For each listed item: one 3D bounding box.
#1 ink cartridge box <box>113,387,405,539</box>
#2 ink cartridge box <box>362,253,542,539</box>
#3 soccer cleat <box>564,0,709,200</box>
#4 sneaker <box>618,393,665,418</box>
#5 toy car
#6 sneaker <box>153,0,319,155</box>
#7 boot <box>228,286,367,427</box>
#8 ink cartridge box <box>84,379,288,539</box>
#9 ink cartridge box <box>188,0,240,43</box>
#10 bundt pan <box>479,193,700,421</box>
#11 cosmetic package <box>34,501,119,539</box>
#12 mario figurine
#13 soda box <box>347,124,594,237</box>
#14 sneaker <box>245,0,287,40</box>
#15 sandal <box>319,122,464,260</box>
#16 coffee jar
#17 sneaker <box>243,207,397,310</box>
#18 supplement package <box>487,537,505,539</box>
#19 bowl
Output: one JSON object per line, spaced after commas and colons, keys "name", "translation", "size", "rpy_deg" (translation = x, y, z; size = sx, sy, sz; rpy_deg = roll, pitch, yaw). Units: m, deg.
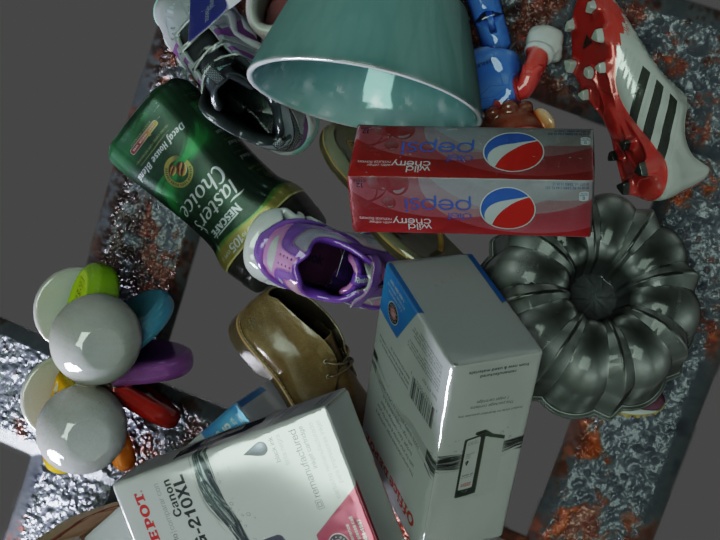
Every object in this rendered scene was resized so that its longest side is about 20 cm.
{"name": "ink cartridge box", "translation": [-0.083, 0.203, 1.092], "size": [0.199, 0.084, 0.146], "rpy_deg": [-21, 91, 14]}
{"name": "ink cartridge box", "translation": [0.070, 0.110, 1.106], "size": [0.084, 0.146, 0.201], "rpy_deg": [-7, 127, -20]}
{"name": "soccer cleat", "translation": [0.239, -0.155, 1.143], "size": [0.085, 0.069, 0.201], "rpy_deg": [-10, 73, -25]}
{"name": "sneaker", "translation": [0.184, 0.062, 1.171], "size": [0.199, 0.075, 0.091], "rpy_deg": [21, 93, 4]}
{"name": "toy car", "translation": [-0.232, 0.095, 1.244], "size": [0.149, 0.175, 0.202], "rpy_deg": [7, 99, -22]}
{"name": "sneaker", "translation": [-0.125, -0.184, 1.182], "size": [0.200, 0.140, 0.078], "rpy_deg": [43, 104, 5]}
{"name": "boot", "translation": [-0.030, 0.098, 1.212], "size": [0.200, 0.074, 0.075], "rpy_deg": [45, 127, -2]}
{"name": "ink cartridge box", "translation": [-0.118, 0.224, 1.221], "size": [0.200, 0.147, 0.146], "rpy_deg": [-42, 86, 13]}
{"name": "ink cartridge box", "translation": [-0.081, -0.305, 1.136], "size": [0.199, 0.198, 0.047], "rpy_deg": [-32, 120, 13]}
{"name": "bundt pan", "translation": [0.199, 0.022, 1.116], "size": [0.200, 0.076, 0.204], "rpy_deg": [2, 73, -6]}
{"name": "cosmetic package", "translation": [-0.267, 0.295, 1.237], "size": [0.087, 0.200, 0.104], "rpy_deg": [-20, 93, 13]}
{"name": "mario figurine", "translation": [0.120, -0.153, 1.176], "size": [0.123, 0.105, 0.201], "rpy_deg": [-27, 77, 50]}
{"name": "soda box", "translation": [0.092, -0.074, 1.086], "size": [0.198, 0.070, 0.064], "rpy_deg": [2, 135, 9]}
{"name": "sneaker", "translation": [-0.024, -0.275, 1.169], "size": [0.200, 0.105, 0.075], "rpy_deg": [-44, 82, 13]}
{"name": "sandal", "translation": [0.035, -0.068, 1.170], "size": [0.054, 0.080, 0.201], "rpy_deg": [-49, 64, 32]}
{"name": "coffee jar", "translation": [-0.131, -0.077, 1.224], "size": [0.200, 0.085, 0.104], "rpy_deg": [43, 104, 5]}
{"name": "sneaker", "translation": [0.000, 0.000, 1.161], "size": [0.199, 0.088, 0.081], "rpy_deg": [8, 99, -28]}
{"name": "supplement package", "translation": [0.132, 0.324, 1.187], "size": [0.199, 0.120, 0.122], "rpy_deg": [23, 99, 10]}
{"name": "bowl", "translation": [0.012, -0.189, 1.093], "size": [0.199, 0.201, 0.106], "rpy_deg": [9, 82, 12]}
